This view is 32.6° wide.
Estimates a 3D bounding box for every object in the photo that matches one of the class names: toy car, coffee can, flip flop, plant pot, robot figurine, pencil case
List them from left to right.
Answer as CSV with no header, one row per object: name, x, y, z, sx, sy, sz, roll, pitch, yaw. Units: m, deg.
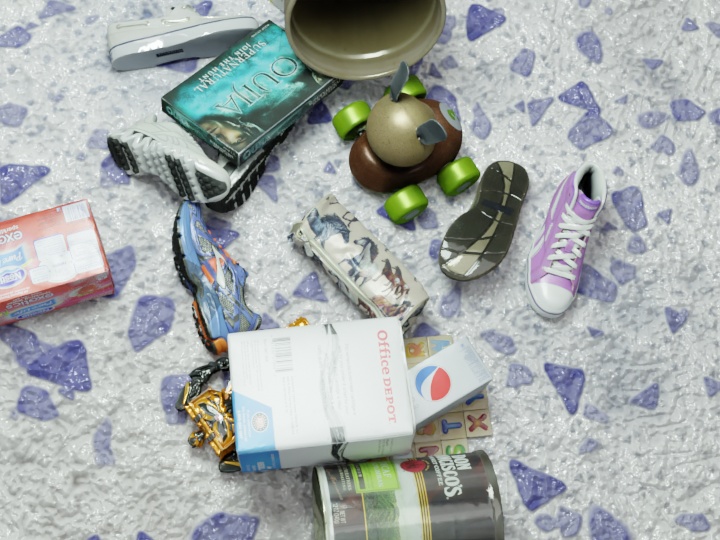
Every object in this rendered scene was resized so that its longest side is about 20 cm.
robot figurine,-0.124,0.149,1.481,0.200,0.058,0.145,-35,77,-16
plant pot,-0.003,-0.369,1.534,0.199,0.200,0.174,-3,55,-8
pencil case,0.000,0.000,1.532,0.200,0.078,0.089,46,51,8
coffee can,0.051,0.288,1.410,0.199,0.146,0.147,-4,73,-8
toy car,0.067,-0.180,1.534,0.158,0.200,0.164,-29,78,-14
flip flop,0.161,-0.059,1.588,0.081,0.058,0.200,23,56,6

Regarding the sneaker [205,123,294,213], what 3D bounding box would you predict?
sneaker,-0.153,-0.160,1.576,0.080,0.074,0.200,26,63,6

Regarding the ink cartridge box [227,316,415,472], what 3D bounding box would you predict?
ink cartridge box,-0.045,0.142,1.404,0.199,0.084,0.145,-5,64,-3

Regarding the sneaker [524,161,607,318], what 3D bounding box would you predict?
sneaker,0.263,-0.045,1.561,0.072,0.114,0.201,15,72,-3

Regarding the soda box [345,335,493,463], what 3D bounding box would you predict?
soda box,0.058,0.161,1.486,0.200,0.068,0.064,-29,76,-15

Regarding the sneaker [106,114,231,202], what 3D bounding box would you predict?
sneaker,-0.227,-0.146,1.527,0.200,0.075,0.081,26,52,34

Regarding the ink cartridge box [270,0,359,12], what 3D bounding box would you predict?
ink cartridge box,-0.079,-0.411,1.662,0.200,0.067,0.116,41,73,7

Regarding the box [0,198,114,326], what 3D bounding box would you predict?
box,-0.406,-0.001,1.476,0.200,0.096,0.100,-17,75,-12

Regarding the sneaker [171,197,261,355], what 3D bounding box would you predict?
sneaker,-0.181,0.003,1.523,0.078,0.075,0.200,-16,82,-21

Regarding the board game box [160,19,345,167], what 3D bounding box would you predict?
board game box,-0.134,-0.228,1.557,0.135,0.028,0.200,36,59,19

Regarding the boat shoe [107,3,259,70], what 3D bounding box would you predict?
boat shoe,-0.235,-0.318,1.616,0.200,0.071,0.070,-13,77,-4

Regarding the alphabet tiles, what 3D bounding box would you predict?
alphabet tiles,0.060,0.165,1.525,0.199,0.006,0.167,-4,73,-8
